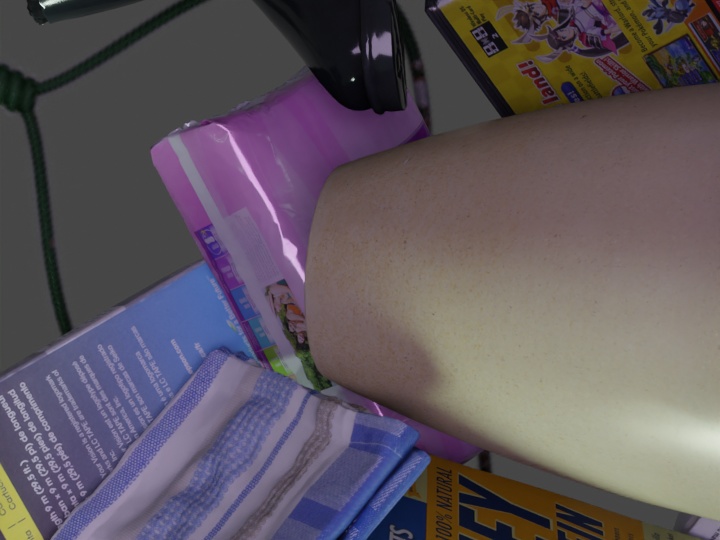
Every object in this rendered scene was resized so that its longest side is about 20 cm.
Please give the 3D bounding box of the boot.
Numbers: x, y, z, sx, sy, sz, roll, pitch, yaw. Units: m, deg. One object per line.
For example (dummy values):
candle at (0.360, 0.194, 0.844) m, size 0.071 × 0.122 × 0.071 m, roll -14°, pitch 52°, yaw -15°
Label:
boot at (-0.070, -0.132, 1.160) m, size 0.167 × 0.201 × 0.077 m, roll -12°, pitch 138°, yaw 0°

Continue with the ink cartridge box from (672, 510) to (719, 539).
ink cartridge box at (0.262, 0.097, 1.181) m, size 0.199 × 0.083 × 0.147 m, roll 24°, pitch 53°, yaw -2°

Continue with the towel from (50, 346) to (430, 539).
towel at (-0.062, 0.104, 1.085) m, size 0.147 × 0.200 × 0.024 m, roll -50°, pitch 116°, yaw -11°

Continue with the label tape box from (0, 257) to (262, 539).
label tape box at (-0.121, 0.103, 1.200) m, size 0.200 × 0.066 × 0.144 m, roll -31°, pitch 95°, yaw -13°

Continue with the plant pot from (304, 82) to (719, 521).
plant pot at (0.084, 0.008, 1.069) m, size 0.199 × 0.187 × 0.188 m, roll 3°, pitch 95°, yaw 15°

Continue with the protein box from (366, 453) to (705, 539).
protein box at (0.044, 0.209, 1.119) m, size 0.198 × 0.135 × 0.201 m, roll 18°, pitch 117°, yaw -7°

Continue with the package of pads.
package of pads at (0.000, 0.000, 1.190) m, size 0.120 × 0.076 × 0.201 m, roll -32°, pitch 96°, yaw -37°

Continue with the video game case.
video game case at (0.156, -0.086, 1.106) m, size 0.180 × 0.026 × 0.200 m, roll -27°, pitch 119°, yaw 22°
